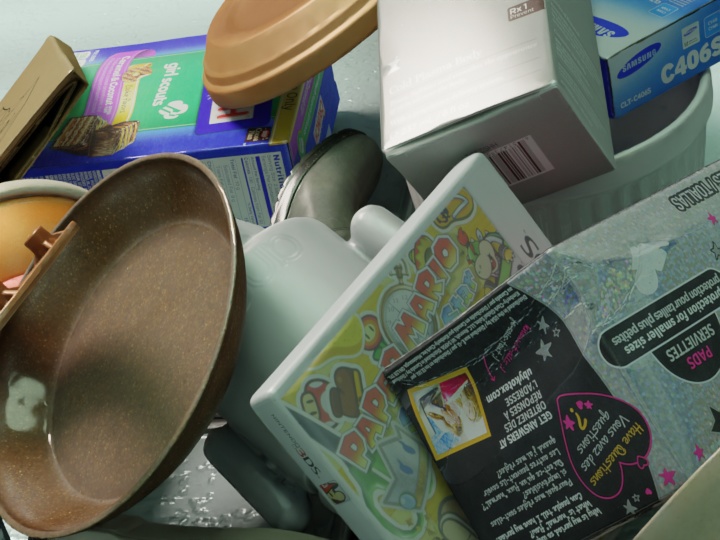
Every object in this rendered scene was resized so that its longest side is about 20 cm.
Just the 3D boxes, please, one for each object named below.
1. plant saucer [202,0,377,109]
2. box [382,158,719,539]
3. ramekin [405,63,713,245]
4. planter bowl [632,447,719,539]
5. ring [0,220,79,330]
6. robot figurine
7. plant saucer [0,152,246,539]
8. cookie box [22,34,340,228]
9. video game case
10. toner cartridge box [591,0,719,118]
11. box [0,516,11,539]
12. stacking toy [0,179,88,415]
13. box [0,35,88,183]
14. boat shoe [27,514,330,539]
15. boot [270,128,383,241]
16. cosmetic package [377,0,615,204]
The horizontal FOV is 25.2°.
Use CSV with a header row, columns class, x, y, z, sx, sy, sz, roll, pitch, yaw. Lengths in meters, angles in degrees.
class,x,y,z,sx,sy,sz,roll,pitch,yaw
plant saucer,-0.030,-0.187,1.064,0.199,0.038,0.201,-32,26,17
box,0.136,0.035,0.734,0.199,0.115,0.132,-26,-9,-43
ramekin,0.119,-0.070,0.996,0.198,0.106,0.201,-8,35,6
planter bowl,0.206,0.119,0.644,0.199,0.201,0.135,-33,67,-27
ring,-0.204,0.052,0.771,0.201,0.019,0.201,-48,10,11
robot figurine,-0.014,0.052,0.834,0.199,0.171,0.113,37,12,22
plant saucer,-0.118,0.040,0.804,0.199,0.037,0.202,-26,50,35
cookie box,-0.125,-0.096,1.137,0.197,0.076,0.172,-5,36,11
video game case,0.061,0.068,0.770,0.023,0.183,0.200,-27,16,48
toner cartridge box,0.126,-0.163,0.993,0.094,0.044,0.200,-30,38,-19
box,-0.163,0.203,0.654,0.050,0.159,0.201,-10,33,2
stacking toy,-0.175,0.060,0.911,0.145,0.147,0.201,-21,50,-12
box,-0.242,-0.079,1.077,0.164,0.021,0.200,-53,19,3
boat shoe,-0.075,0.158,0.793,0.198,0.058,0.067,5,4,18
boot,0.000,0.000,0.983,0.129,0.068,0.201,14,50,26
cosmetic package,0.071,-0.135,0.894,0.106,0.090,0.202,-22,51,22
